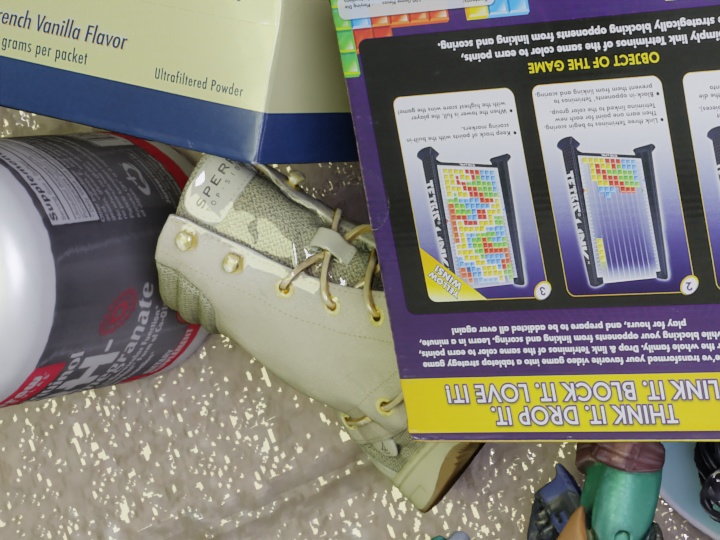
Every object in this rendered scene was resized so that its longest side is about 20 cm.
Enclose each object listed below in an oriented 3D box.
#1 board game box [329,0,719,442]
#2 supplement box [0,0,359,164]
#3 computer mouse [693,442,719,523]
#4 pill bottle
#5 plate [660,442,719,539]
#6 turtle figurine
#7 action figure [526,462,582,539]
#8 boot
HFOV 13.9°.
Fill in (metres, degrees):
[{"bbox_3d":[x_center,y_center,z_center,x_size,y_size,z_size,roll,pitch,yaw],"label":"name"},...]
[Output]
[{"bbox_3d":[0.098,-0.029,0.975,0.200,0.057,0.166,-2,106,34],"label":"board game box"},{"bbox_3d":[-0.031,-0.152,1.136,0.134,0.200,0.200,14,99,27],"label":"supplement box"},{"bbox_3d":[0.211,0.038,1.053,0.200,0.053,0.139,-51,27,15],"label":"computer mouse"},{"bbox_3d":[-0.150,0.001,1.214,0.110,0.200,0.111,3,96,30],"label":"pill bottle"},{"bbox_3d":[0.179,0.015,1.128,0.200,0.026,0.201,2,93,30],"label":"plate"},{"bbox_3d":[0.071,0.114,1.093,0.101,0.150,0.200,25,80,-15],"label":"turtle figurine"},{"bbox_3d":[0.110,0.182,1.161,0.193,0.105,0.200,-36,50,20],"label":"action figure"},{"bbox_3d":[0.000,0.000,1.141,0.155,0.072,0.200,37,149,7],"label":"boot"}]
